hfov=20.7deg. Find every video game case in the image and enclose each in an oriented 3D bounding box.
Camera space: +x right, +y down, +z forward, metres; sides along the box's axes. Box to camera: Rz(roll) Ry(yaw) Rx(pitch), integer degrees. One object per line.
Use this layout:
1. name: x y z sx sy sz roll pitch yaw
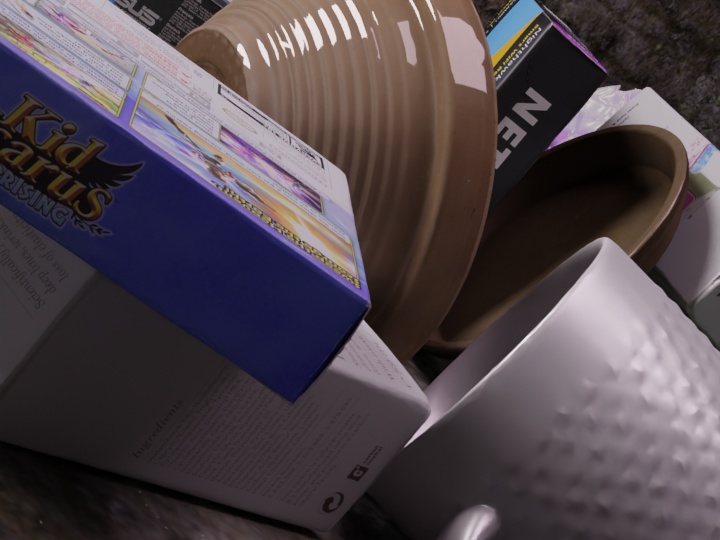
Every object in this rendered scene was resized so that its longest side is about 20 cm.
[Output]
1. video game case: -0.091 -0.053 0.659 0.200 0.045 0.181 36 10 -11

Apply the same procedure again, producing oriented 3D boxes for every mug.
1. mug: 0.098 0.111 0.801 0.175 0.148 0.200 46 41 -1

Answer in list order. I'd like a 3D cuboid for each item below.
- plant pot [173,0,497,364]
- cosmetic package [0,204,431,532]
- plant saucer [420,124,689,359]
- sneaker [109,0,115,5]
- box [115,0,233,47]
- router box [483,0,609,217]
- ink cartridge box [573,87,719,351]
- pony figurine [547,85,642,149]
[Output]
1. plant pot: -0.035 -0.053 0.868 0.092 0.201 0.201 8 28 -34
2. cosmetic package: -0.073 0.023 0.714 0.102 0.074 0.200 47 12 35
3. plant saucer: 0.111 -0.013 1.169 0.029 0.200 0.200 52 5 -23
4. sneaker: -0.156 -0.151 0.954 0.066 0.079 0.200 1 25 -20
5. box: -0.147 -0.171 1.213 0.200 0.086 0.164 35 12 -25
6. router box: 0.060 -0.073 1.203 0.051 0.200 0.149 37 11 -12
7. ink cartridge box: 0.226 -0.006 1.224 0.145 0.085 0.200 45 8 -32
8. pony figurine: 0.088 -0.062 1.373 0.200 0.167 0.193 22 -14 -37
